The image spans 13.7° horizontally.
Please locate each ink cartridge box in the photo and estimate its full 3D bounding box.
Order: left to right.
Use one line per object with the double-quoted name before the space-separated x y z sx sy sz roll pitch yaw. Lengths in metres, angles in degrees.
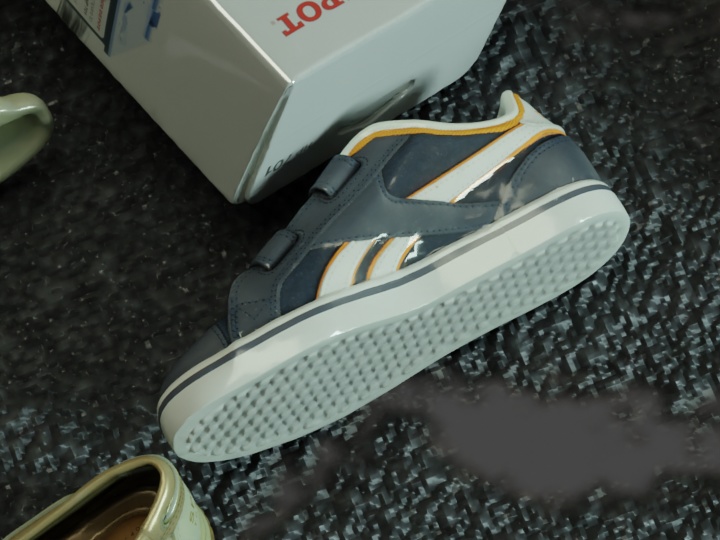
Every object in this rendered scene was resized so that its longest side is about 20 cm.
"ink cartridge box" -0.053 -0.146 1.184 0.146 0.086 0.200 -33 71 -35

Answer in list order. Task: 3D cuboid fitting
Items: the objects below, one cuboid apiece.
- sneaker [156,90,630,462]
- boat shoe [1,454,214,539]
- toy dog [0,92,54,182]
"sneaker" 0.000 0.000 1.149 0.199 0.079 0.080 -26 66 -18
"boat shoe" -0.141 0.142 1.104 0.073 0.063 0.200 40 75 23
"toy dog" -0.241 -0.105 1.223 0.194 0.139 0.201 -42 60 27
